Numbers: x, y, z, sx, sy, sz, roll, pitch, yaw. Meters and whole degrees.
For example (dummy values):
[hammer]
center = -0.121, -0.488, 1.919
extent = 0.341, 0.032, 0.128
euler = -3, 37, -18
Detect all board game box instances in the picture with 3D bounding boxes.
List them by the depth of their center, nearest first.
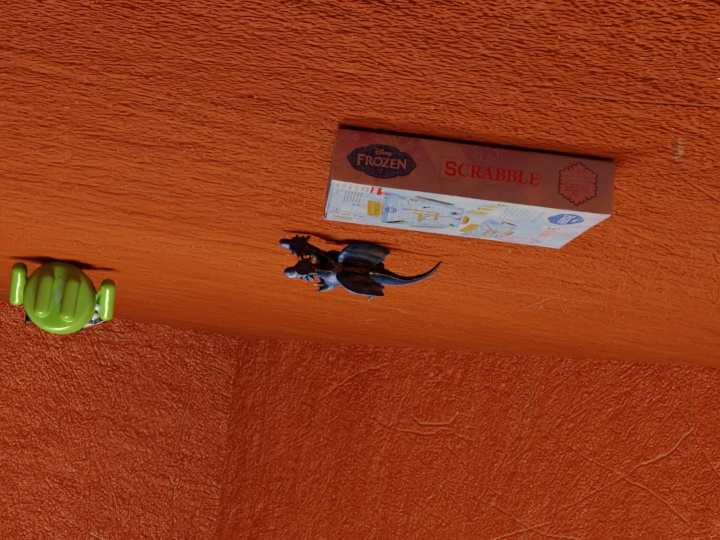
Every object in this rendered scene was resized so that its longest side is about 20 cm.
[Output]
[board game box]
center = 0.074, -0.058, 1.141
extent = 0.198, 0.041, 0.200
euler = 7, 174, -3

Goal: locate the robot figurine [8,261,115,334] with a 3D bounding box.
[robot figurine]
center = -0.498, 0.047, 2.509
extent = 0.174, 0.117, 0.200
euler = 8, 175, -5

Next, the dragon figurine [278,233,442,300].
[dragon figurine]
center = 0.000, 0.000, 1.735
extent = 0.198, 0.059, 0.099
euler = 9, 175, -7

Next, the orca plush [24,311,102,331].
[orca plush]
center = -0.688, 0.082, 3.512
extent = 0.199, 0.071, 0.105
euler = 9, -140, 17
